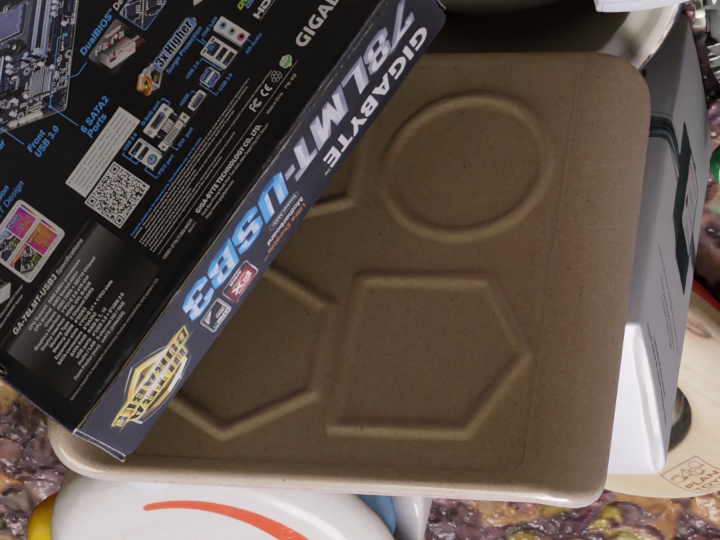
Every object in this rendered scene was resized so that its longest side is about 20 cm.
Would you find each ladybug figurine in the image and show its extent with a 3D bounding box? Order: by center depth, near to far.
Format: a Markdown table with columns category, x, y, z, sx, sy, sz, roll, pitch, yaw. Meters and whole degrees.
| category | x | y | z | sx | sy | sz | roll | pitch | yaw |
| --- | --- | --- | --- | --- | --- | --- | --- | --- | --- |
| ladybug figurine | 0.110 | 0.035 | 1.041 | 0.200 | 0.072 | 0.136 | 36 | 134 | -20 |

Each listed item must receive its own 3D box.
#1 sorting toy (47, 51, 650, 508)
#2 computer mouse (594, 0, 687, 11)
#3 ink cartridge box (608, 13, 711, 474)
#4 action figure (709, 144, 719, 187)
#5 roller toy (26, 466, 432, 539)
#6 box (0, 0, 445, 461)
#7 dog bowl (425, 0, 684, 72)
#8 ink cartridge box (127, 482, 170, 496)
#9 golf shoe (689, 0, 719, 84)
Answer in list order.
| category | x | y | z | sx | sy | sz | roll | pitch | yaw |
| --- | --- | --- | --- | --- | --- | --- | --- | --- | --- |
| sorting toy | 0.000 | 0.000 | 0.821 | 0.200 | 0.185 | 0.036 | 4 | 150 | 13 |
| computer mouse | 0.149 | -0.158 | 0.737 | 0.044 | 0.110 | 0.200 | 38 | 118 | 7 |
| ink cartridge box | 0.061 | -0.016 | 0.913 | 0.147 | 0.200 | 0.083 | -1 | 131 | 16 |
| action figure | 0.219 | -0.089 | 0.897 | 0.118 | 0.055 | 0.200 | 43 | 128 | -12 |
| roller toy | -0.060 | 0.116 | 1.123 | 0.200 | 0.140 | 0.182 | 19 | 136 | -3 |
| box | -0.104 | -0.067 | 0.803 | 0.198 | 0.200 | 0.050 | 33 | 177 | 27 |
| dog bowl | 0.035 | -0.151 | 0.859 | 0.200 | 0.074 | 0.200 | 11 | 132 | 12 |
| ink cartridge box | -0.096 | -0.041 | 0.927 | 0.084 | 0.200 | 0.176 | -25 | 124 | 36 |
| golf shoe | 0.168 | -0.149 | 0.837 | 0.088 | 0.077 | 0.200 | 2 | 136 | 4 |
